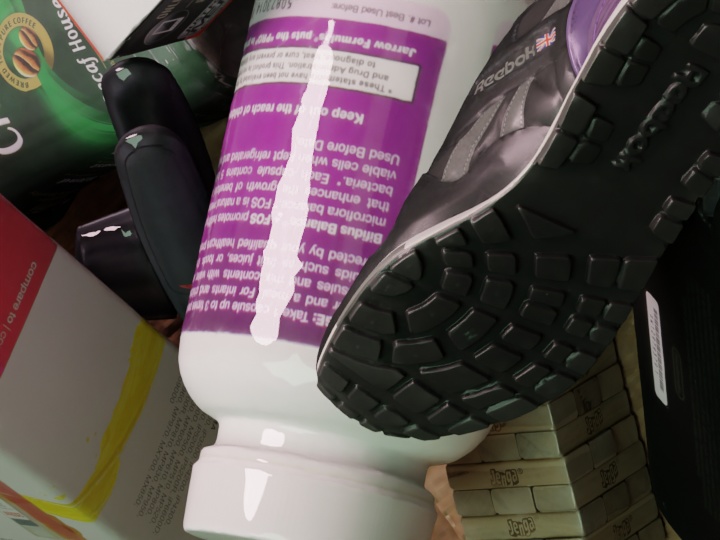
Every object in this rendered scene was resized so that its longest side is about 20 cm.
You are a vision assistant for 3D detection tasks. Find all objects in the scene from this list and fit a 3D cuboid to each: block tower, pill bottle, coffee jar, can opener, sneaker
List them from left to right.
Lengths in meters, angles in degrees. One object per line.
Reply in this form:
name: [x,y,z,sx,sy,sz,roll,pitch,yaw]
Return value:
coffee jar: [-0.118,-0.077,1.126,0.200,0.085,0.104,-30,88,39]
can opener: [-0.066,-0.015,1.070,0.200,0.079,0.063,86,163,-70]
pill bottle: [0.000,0.000,1.003,0.112,0.112,0.200,6,79,34]
sneaker: [0.060,-0.033,0.915,0.076,0.088,0.200,32,115,-22]
block tower: [0.077,0.109,1.074,0.058,0.054,0.200,-6,102,36]

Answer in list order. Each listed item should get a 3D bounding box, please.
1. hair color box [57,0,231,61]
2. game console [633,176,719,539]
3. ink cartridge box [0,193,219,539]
hair color box: [-0.100,-0.181,0.996,0.102,0.061,0.200,-42,79,31]
game console: [0.178,0.040,0.959,0.176,0.116,0.200,51,159,45]
ink cartridge box: [-0.153,0.042,1.120,0.145,0.200,0.083,6,66,35]
